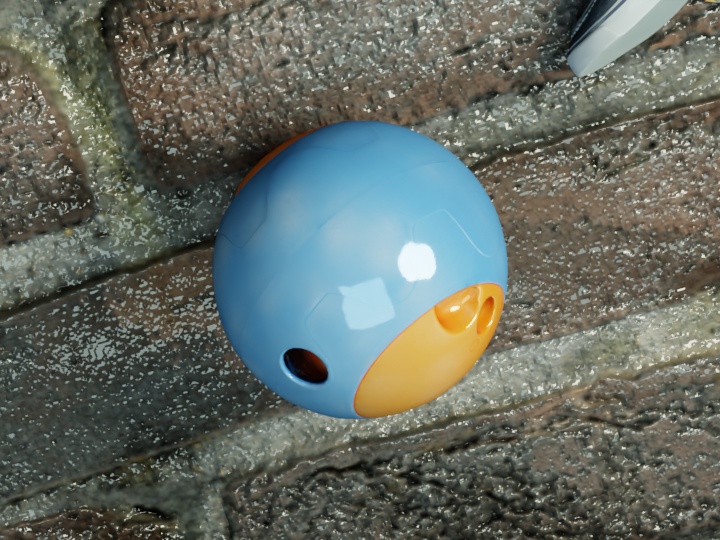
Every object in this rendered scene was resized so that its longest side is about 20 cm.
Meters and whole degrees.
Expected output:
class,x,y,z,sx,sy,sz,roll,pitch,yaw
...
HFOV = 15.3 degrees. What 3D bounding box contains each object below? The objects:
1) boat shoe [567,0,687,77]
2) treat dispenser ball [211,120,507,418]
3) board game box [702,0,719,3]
class,x,y,z,sx,sy,sz,roll,pitch,yaw
boat shoe,0.187,-0.221,1.788,0.091,0.071,0.200,52,128,12
treat dispenser ball,0.000,0.000,1.804,0.200,0.201,0.202,-2,118,-4
board game box,0.338,-0.239,1.805,0.199,0.035,0.136,6,117,-8
